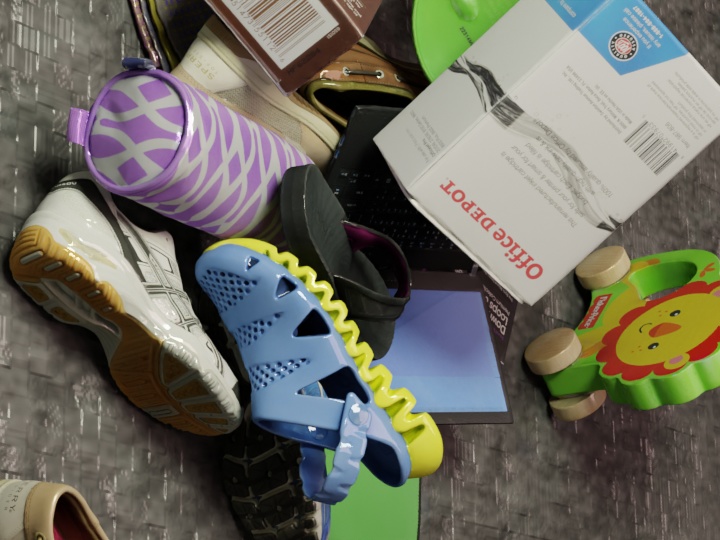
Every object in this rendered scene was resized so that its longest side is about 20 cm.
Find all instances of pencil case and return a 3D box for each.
[{"bbox_3d":[-0.099,-0.063,1.399,0.200,0.085,0.084,29,62,-60],"label":"pencil case"}]

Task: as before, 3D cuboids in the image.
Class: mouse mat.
[{"bbox_3d":[-0.003,0.123,1.592,0.161,0.008,0.200,25,60,-49],"label":"mouse mat"}]

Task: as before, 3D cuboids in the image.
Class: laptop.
[{"bbox_3d":[0.053,-0.001,1.577,0.177,0.103,0.200,2,121,-39],"label":"laptop"}]

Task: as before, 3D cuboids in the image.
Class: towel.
[{"bbox_3d":[-0.117,-0.232,1.523,0.144,0.023,0.200,-23,99,-54],"label":"towel"}]

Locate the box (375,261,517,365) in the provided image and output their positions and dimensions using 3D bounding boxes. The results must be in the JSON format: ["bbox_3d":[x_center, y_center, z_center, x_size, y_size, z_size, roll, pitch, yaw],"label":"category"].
[{"bbox_3d":[0.079,-0.043,1.733,0.143,0.036,0.200,44,46,-36],"label":"box"}]

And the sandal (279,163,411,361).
[{"bbox_3d":[0.000,0.001,1.450,0.200,0.048,0.075,57,30,-58],"label":"sandal"}]

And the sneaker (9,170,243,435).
[{"bbox_3d":[-0.128,0.019,1.386,0.200,0.076,0.088,52,43,-33],"label":"sneaker"}]

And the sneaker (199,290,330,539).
[{"bbox_3d":[-0.043,0.090,1.484,0.089,0.078,0.200,-1,81,-52],"label":"sneaker"}]

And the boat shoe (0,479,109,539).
[{"bbox_3d":[-0.154,0.207,1.297,0.200,0.069,0.074,62,38,-22],"label":"boat shoe"}]

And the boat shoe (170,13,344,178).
[{"bbox_3d":[-0.069,-0.102,1.521,0.072,0.065,0.200,44,1,31],"label":"boat shoe"}]

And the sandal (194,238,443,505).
[{"bbox_3d":[-0.037,0.067,1.394,0.087,0.079,0.200,-41,90,-28],"label":"sandal"}]

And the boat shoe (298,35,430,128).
[{"bbox_3d":[0.027,-0.113,1.620,0.200,0.072,0.068,19,39,-34],"label":"boat shoe"}]

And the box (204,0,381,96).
[{"bbox_3d":[-0.038,-0.204,1.492,0.100,0.075,0.200,49,25,-12],"label":"box"}]

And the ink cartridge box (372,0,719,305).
[{"bbox_3d":[0.131,-0.097,1.514,0.145,0.200,0.084,42,10,-34],"label":"ink cartridge box"}]

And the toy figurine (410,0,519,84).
[{"bbox_3d":[0.094,-0.215,1.630,0.200,0.150,0.184,55,7,-13],"label":"toy figurine"}]

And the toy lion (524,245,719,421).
[{"bbox_3d":[0.243,0.045,1.803,0.069,0.191,0.200,62,37,-22],"label":"toy lion"}]
